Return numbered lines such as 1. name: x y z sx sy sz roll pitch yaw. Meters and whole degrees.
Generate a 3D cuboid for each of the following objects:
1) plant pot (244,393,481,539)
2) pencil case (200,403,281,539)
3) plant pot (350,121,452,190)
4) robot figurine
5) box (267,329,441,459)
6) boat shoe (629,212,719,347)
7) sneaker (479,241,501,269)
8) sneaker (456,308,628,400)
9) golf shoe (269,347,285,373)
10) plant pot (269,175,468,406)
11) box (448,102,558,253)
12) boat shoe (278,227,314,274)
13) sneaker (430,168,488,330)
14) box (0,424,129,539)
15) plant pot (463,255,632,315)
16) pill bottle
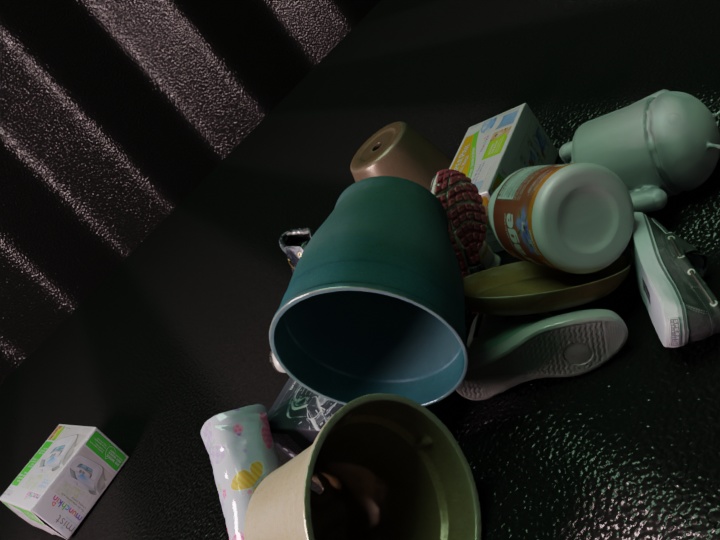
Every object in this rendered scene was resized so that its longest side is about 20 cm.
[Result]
1. plant pot: -0.015 0.242 0.716 0.183 0.200 0.202 -33 23 48
2. pencil case: -0.123 0.257 0.843 0.091 0.082 0.203 111 143 -56
3. plant pot: 0.075 -0.132 1.179 0.199 0.175 0.202 -34 26 19
4. robot figurine: 0.328 -0.137 0.867 0.198 0.112 0.172 -15 51 46
5. box: 0.004 0.144 0.919 0.180 0.104 0.202 -11 39 47
6. boat shoe: 0.312 0.000 0.734 0.065 0.071 0.201 -9 27 13
7. sneaker: 0.097 -0.003 1.044 0.198 0.081 0.077 -25 30 37
8. sneaker: 0.192 0.060 0.806 0.198 0.074 0.119 -24 27 33
9. golf shoe: -0.059 0.096 1.129 0.199 0.078 0.095 -41 24 8
10. plant pot: 0.020 0.011 0.777 0.198 0.200 0.190 -24 39 35
11. box: 0.195 -0.128 1.071 0.111 0.102 0.202 -17 34 43
12. boat shoe: -0.056 -0.005 1.117 0.071 0.092 0.199 -42 32 -22
13. sneaker: 0.112 -0.025 0.935 0.079 0.205 0.074 -9 6 -28
14. box: -0.557 0.392 1.392 0.198 0.097 0.178 -10 37 49
15. plant pot: 0.199 0.016 0.820 0.196 0.028 0.200 -12 8 2
16. pill bottle: 0.213 -0.062 0.838 0.112 0.112 0.200 -43 10 -2
